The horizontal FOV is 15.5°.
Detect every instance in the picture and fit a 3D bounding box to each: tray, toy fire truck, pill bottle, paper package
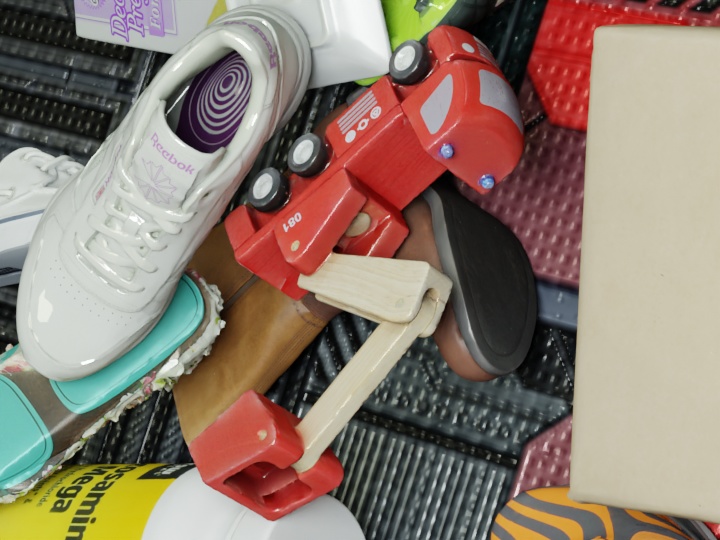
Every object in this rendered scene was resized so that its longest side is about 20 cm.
[{"bbox_3d":[-0.045,-0.182,1.239,0.107,0.022,0.201,-7,97,51],"label":"tray"},{"bbox_3d":[0.000,0.000,1.174,0.200,0.049,0.141,-41,43,17],"label":"toy fire truck"},{"bbox_3d":[-0.097,0.148,1.258,0.199,0.112,0.113,-4,73,38],"label":"pill bottle"},{"bbox_3d":[0.185,0.006,1.052,0.190,0.103,0.201,7,97,40],"label":"paper package"}]

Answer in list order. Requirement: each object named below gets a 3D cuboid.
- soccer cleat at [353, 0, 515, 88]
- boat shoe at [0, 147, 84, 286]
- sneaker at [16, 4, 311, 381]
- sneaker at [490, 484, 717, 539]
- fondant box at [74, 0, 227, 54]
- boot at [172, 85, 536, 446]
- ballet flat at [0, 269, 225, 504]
[{"bbox_3d":[0.073,-0.153,1.234,0.200,0.081,0.068,-47,40,17],"label":"soccer cleat"},{"bbox_3d":[-0.176,-0.033,1.406,0.199,0.073,0.066,-8,75,36],"label":"boat shoe"},{"bbox_3d":[-0.100,-0.037,1.201,0.075,0.100,0.200,34,99,2],"label":"sneaker"},{"bbox_3d":[0.112,0.134,1.092,0.200,0.112,0.078,26,92,41],"label":"sneaker"},{"bbox_3d":[-0.068,-0.180,1.328,0.200,0.058,0.145,15,114,47],"label":"fondant box"},{"bbox_3d":[-0.021,0.022,1.267,0.200,0.068,0.189,-40,55,23],"label":"boot"},{"bbox_3d":[-0.151,0.066,1.270,0.199,0.064,0.076,-28,75,-9],"label":"ballet flat"}]
